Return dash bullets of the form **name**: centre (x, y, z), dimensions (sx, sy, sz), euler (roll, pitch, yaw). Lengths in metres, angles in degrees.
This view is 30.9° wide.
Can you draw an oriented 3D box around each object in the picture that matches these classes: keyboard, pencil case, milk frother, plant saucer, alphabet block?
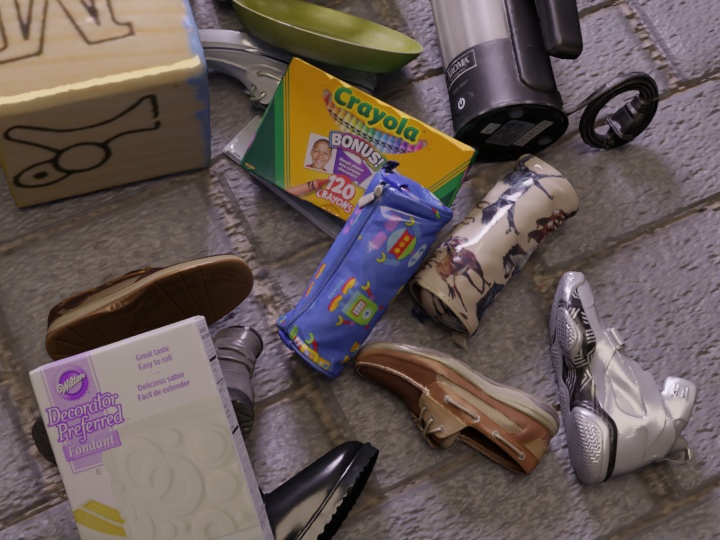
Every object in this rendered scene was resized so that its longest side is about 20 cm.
- **keyboard**: centre (-0.046, -0.080, 1.305), dimensions (0.200, 0.011, 0.056), euler (38, 64, 10)
- **pencil case**: centre (0.132, -0.024, 1.260), dimensions (0.078, 0.090, 0.200), euler (26, 63, 37)
- **milk frother**: centre (0.186, -0.220, 1.332), dimensions (0.200, 0.180, 0.189), euler (17, 58, -46)
- **plant saucer**: centre (-0.037, -0.235, 1.299), dimensions (0.199, 0.200, 0.031), euler (18, 109, 2)
- **pencil case**: centre (0.000, 0.000, 1.191), dimensions (0.200, 0.087, 0.078), euler (-55, 42, 7)
- **alphabet block**: centre (-0.261, -0.201, 1.238), dimensions (0.199, 0.196, 0.197), euler (-13, 67, -12)

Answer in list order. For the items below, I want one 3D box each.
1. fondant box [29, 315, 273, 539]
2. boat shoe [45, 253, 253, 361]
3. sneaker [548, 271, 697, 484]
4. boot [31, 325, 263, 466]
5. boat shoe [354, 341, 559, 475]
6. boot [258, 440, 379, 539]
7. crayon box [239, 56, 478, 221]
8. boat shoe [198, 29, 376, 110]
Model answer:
- **fondant box**: centre (-0.169, 0.154, 1.065), dimensions (0.144, 0.058, 0.201), euler (-17, 90, 2)
- **boat shoe**: centre (-0.199, 0.023, 1.209), dimensions (0.199, 0.072, 0.072), euler (-23, 38, 1)
- **sneaker**: centre (0.245, 0.096, 1.221), dimensions (0.114, 0.075, 0.201), euler (-4, 73, -7)
- **boot**: centre (-0.185, 0.113, 1.165), dimensions (0.199, 0.070, 0.132), euler (-6, 30, 0)
- **boat shoe**: centre (0.083, 0.126, 1.194), dimensions (0.199, 0.076, 0.072), euler (22, 69, 6)
- **boot**: centre (-0.098, 0.197, 1.152), dimensions (0.162, 0.073, 0.199), euler (31, 66, 15)
- **crayon box**: centre (0.000, -0.108, 1.256), dimensions (0.199, 0.058, 0.119), euler (27, 97, 4)
- **boat shoe**: centre (-0.085, -0.192, 1.311), dimensions (0.199, 0.074, 0.067), euler (13, 86, 6)
